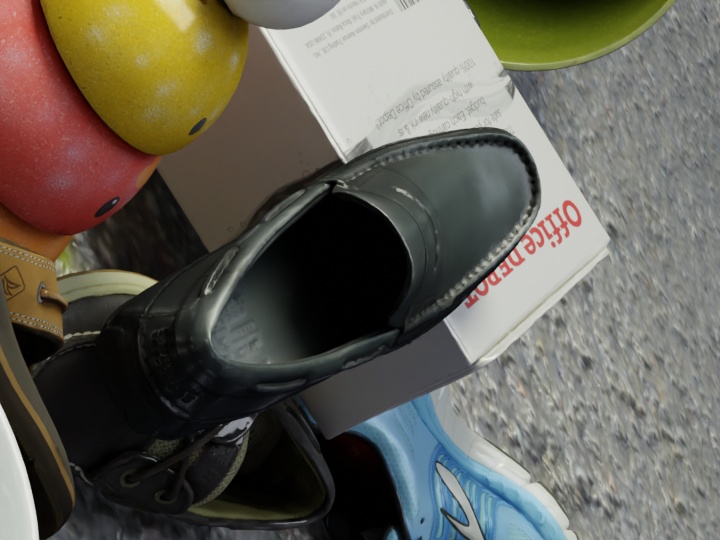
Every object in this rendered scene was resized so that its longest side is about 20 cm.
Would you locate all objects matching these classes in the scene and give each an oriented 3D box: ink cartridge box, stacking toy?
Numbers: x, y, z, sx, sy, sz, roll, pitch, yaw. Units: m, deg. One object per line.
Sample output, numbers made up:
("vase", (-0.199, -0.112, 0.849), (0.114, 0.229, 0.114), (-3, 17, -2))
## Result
("ink cartridge box", (-0.006, -0.054, 1.022), (0.200, 0.083, 0.147), (58, 33, -3))
("stacking toy", (-0.088, -0.073, 0.838), (0.146, 0.200, 0.146), (46, 32, -40))

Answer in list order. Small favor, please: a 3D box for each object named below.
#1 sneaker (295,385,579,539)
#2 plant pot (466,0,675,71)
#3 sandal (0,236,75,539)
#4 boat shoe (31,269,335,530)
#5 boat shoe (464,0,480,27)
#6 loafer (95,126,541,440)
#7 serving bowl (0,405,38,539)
("sneaker", (0.020, 0.107, 1.101), (0.200, 0.078, 0.090), (51, 43, -22))
("plant pot", (0.094, -0.216, 1.430), (0.187, 0.187, 0.200), (63, 8, -9))
("sandal", (-0.126, 0.000, 0.790), (0.055, 0.082, 0.200), (-40, 125, -34))
("boat shoe", (-0.065, 0.052, 0.920), (0.065, 0.073, 0.200), (42, 11, 28))
("boat shoe", (-0.011, -0.153, 1.255), (0.200, 0.060, 0.076), (32, 41, -54))
("loafer", (0.000, 0.000, 0.885), (0.201, 0.070, 0.068), (-29, 96, -40))
("serving bowl", (-0.181, 0.051, 0.670), (0.200, 0.066, 0.200), (37, 30, -26))
